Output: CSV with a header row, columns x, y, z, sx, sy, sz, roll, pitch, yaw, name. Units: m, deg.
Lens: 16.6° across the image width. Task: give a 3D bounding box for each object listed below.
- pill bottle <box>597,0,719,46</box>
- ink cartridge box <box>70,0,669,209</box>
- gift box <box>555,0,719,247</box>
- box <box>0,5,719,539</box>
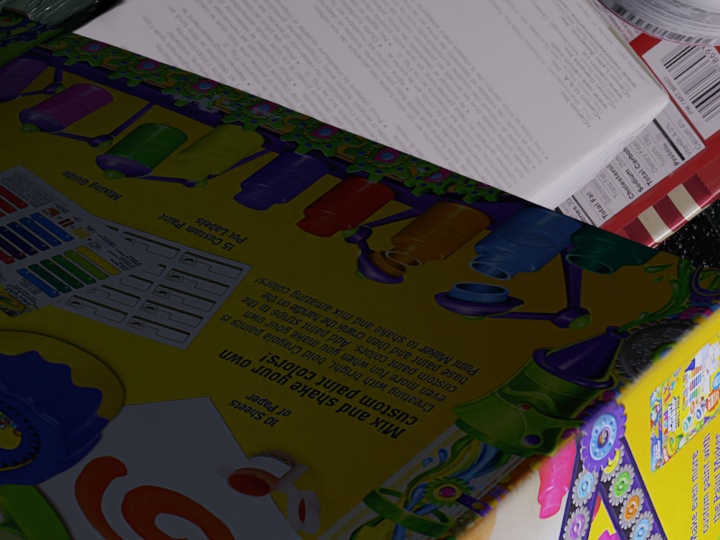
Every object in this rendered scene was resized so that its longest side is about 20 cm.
x,y,z,sx,sy,sz,roll,pitch,yaw,name
0.121,-0.136,0.783,0.113,0.114,0.200,-37,180,1,pill bottle
-0.017,-0.035,0.664,0.200,0.109,0.050,-36,173,-38,ink cartridge box
0.124,-0.090,1.171,0.200,0.185,0.187,-33,178,8,gift box
-0.061,0.064,0.465,0.192,0.200,0.122,-35,134,-38,box
